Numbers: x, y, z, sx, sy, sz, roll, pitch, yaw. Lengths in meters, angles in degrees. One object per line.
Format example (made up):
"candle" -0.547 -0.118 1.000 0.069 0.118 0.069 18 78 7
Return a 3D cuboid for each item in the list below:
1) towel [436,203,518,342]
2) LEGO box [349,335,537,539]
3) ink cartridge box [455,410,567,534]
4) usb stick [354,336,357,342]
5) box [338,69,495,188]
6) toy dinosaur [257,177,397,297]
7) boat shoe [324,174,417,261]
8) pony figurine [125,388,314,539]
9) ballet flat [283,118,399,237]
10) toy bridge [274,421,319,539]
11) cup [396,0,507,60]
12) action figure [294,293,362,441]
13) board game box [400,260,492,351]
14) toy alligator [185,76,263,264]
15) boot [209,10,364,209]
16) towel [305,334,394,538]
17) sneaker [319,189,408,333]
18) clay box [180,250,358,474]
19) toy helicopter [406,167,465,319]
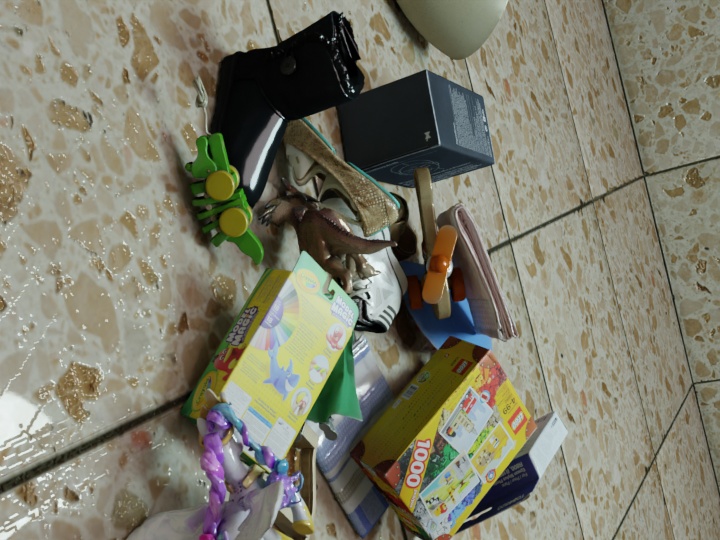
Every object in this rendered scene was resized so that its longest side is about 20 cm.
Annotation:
"towel" 0.157 0.004 1.322 0.200 0.032 0.194 162 -93 -87
"LEGO box" 0.104 0.207 1.147 0.200 0.077 0.150 -47 122 -19
"ink cartridge box" 0.169 0.280 1.265 0.041 0.198 0.200 55 28 2
"usb stick" 0.014 0.166 1.201 0.202 0.032 0.056 63 33 -23
"box" 0.083 -0.195 1.348 0.199 0.146 0.109 2 76 -60
"toy dinosaur" -0.047 -0.042 1.062 0.085 0.199 0.138 -26 102 -29
"boat shoe" 0.029 -0.069 1.279 0.199 0.073 0.077 33 52 -52
"pony figurine" -0.112 0.230 0.841 0.194 0.164 0.202 -73 141 -58
"ballet flat" -0.042 -0.115 1.135 0.199 0.065 0.071 41 -11 13
"toy bridge" -0.078 0.265 1.005 0.067 0.027 0.202 53 38 -37
"cup" 0.135 -0.467 1.536 0.141 0.200 0.204 17 60 -27
"action figure" -0.045 0.101 1.075 0.202 0.116 0.055 -83 169 -46
"board game box" 0.115 0.068 1.402 0.198 0.039 0.160 11 48 -50
"toy alligator" -0.156 -0.095 0.982 0.059 0.053 0.203 -97 168 -77
"boot" -0.079 -0.176 1.035 0.076 0.166 0.204 31 53 -52
"towel" 0.002 0.200 1.142 0.147 0.024 0.202 -45 119 -39
"sneaker" 0.000 0.000 1.199 0.202 0.074 0.116 58 32 -35
"clay box" -0.086 0.091 0.966 0.115 0.047 0.202 47 62 -37
"toy helicopter" 0.093 -0.034 1.250 0.132 0.077 0.204 -93 174 -81
